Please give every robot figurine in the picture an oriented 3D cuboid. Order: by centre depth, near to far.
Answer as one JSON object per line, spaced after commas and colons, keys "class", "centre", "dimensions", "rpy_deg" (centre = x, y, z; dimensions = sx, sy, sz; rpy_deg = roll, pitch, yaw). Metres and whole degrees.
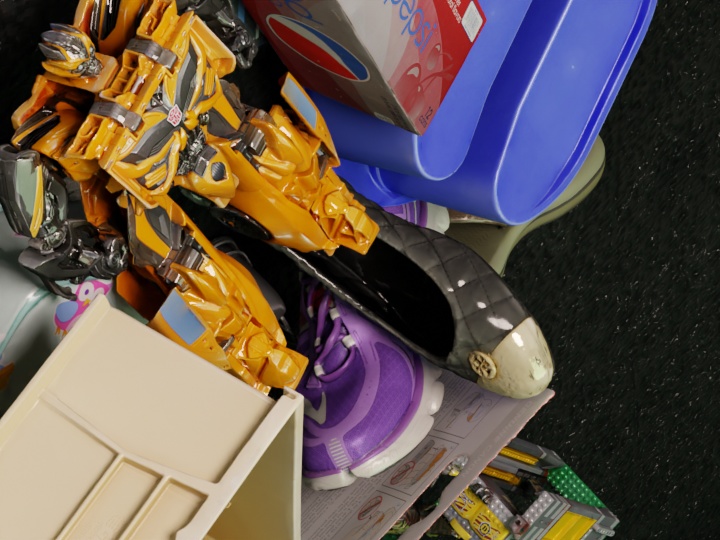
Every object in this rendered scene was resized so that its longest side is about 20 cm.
{"class": "robot figurine", "centre": [-0.067, -0.038, 0.982], "dimensions": [0.146, 0.058, 0.200], "rpy_deg": [-63, 146, -16]}

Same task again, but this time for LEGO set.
{"class": "LEGO set", "centre": [0.036, 0.123, 1.337], "dimensions": [0.154, 0.201, 0.116], "rpy_deg": [-41, 153, 13]}

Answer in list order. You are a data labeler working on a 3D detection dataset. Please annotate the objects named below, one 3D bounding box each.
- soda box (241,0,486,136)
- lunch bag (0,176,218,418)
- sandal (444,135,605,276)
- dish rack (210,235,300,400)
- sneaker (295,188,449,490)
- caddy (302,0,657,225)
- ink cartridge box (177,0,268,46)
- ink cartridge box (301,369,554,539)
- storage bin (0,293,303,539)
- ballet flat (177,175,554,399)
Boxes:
{"class": "soda box", "centre": [-0.013, -0.130, 0.978], "dimensions": [0.064, 0.070, 0.200], "rpy_deg": [-60, 156, -11]}
{"class": "lunch bag", "centre": [-0.153, 0.054, 1.063], "dimensions": [0.160, 0.077, 0.201], "rpy_deg": [-8, 130, -54]}
{"class": "sandal", "centre": [0.058, -0.039, 1.314], "dimensions": [0.201, 0.079, 0.058], "rpy_deg": [-43, 138, -39]}
{"class": "dish rack", "centre": [-0.082, 0.087, 1.254], "dimensions": [0.153, 0.054, 0.200], "rpy_deg": [-47, 156, -10]}
{"class": "sneaker", "centre": [-0.010, 0.018, 1.185], "dimensions": [0.080, 0.201, 0.084], "rpy_deg": [-20, 134, 24]}
{"class": "caddy", "centre": [0.050, -0.119, 1.150], "dimensions": [0.141, 0.105, 0.201], "rpy_deg": [27, 89, -48]}
{"class": "ink cartridge box", "centre": [-0.058, -0.141, 1.017], "dimensions": [0.099, 0.039, 0.201], "rpy_deg": [-35, 150, -33]}
{"class": "ink cartridge box", "centre": [0.009, 0.114, 1.186], "dimensions": [0.161, 0.200, 0.050], "rpy_deg": [-46, 112, -13]}
{"class": "storage bin", "centre": [-0.115, 0.145, 0.975], "dimensions": [0.199, 0.093, 0.200], "rpy_deg": [-54, 166, -24]}
{"class": "ballet flat", "centre": [0.000, 0.000, 1.115], "dimensions": [0.057, 0.199, 0.067], "rpy_deg": [-47, 168, -44]}
